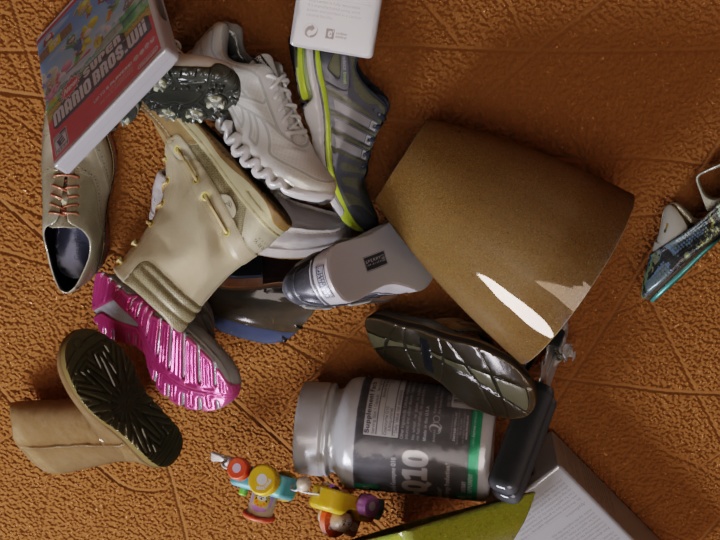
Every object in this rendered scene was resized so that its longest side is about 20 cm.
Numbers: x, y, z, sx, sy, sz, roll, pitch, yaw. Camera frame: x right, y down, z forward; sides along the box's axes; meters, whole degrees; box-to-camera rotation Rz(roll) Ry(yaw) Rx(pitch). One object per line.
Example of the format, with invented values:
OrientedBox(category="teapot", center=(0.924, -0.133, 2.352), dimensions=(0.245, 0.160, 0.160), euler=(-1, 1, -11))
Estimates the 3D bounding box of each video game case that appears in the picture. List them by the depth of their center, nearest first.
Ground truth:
OrientedBox(category="video game case", center=(-0.223, -0.191, 1.119), dimensions=(0.143, 0.201, 0.017), euler=(-42, 130, 18))

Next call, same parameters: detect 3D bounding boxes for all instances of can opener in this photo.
OrientedBox(category="can opener", center=(0.164, 0.130, 1.283), dimensions=(0.066, 0.202, 0.053), euler=(10, 156, 22))

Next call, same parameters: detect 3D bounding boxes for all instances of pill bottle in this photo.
OrientedBox(category="pill bottle", center=(0.037, 0.168, 1.317), dimensions=(0.198, 0.113, 0.114), euler=(4, 115, 9))

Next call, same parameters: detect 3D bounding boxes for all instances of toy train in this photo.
OrientedBox(category="toy train", center=(-0.059, 0.239, 1.326), dimensions=(0.198, 0.150, 0.056), euler=(19, 79, -17))

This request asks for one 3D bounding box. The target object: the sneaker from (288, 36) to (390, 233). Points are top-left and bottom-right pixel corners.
OrientedBox(category="sneaker", center=(-0.007, -0.129, 1.211), dimensions=(0.080, 0.074, 0.202), euler=(-14, 116, 3))

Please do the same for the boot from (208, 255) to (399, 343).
OrientedBox(category="boot", center=(-0.061, 0.023, 1.295), dimensions=(0.198, 0.075, 0.097), euler=(8, 136, -7))

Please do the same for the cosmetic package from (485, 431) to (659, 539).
OrientedBox(category="cosmetic package", center=(0.233, 0.280, 1.392), dimensions=(0.101, 0.071, 0.200), euler=(-39, 108, 17))

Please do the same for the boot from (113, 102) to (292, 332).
OrientedBox(category="boot", center=(-0.176, -0.060, 1.189), dimensions=(0.155, 0.073, 0.200), euler=(-45, 73, 6))

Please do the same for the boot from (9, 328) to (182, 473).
OrientedBox(category="boot", center=(-0.291, 0.139, 1.288), dimensions=(0.199, 0.066, 0.176), euler=(-8, 123, 42))

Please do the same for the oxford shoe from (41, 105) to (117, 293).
OrientedBox(category="oxford shoe", center=(-0.271, -0.074, 1.237), dimensions=(0.070, 0.074, 0.202), euler=(0, 115, 1))

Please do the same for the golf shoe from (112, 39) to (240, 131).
OrientedBox(category="golf shoe", center=(-0.179, -0.179, 1.136), dimensions=(0.199, 0.089, 0.077), euler=(3, 155, 38))

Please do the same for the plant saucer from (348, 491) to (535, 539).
OrientedBox(category="plant saucer", center=(0.051, 0.279, 1.298), dimensions=(0.199, 0.199, 0.048), euler=(-24, 77, 44))

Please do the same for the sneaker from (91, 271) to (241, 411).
OrientedBox(category="sneaker", center=(-0.172, 0.056, 1.249), dimensions=(0.200, 0.088, 0.082), euler=(40, 129, 32))

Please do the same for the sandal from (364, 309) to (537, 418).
OrientedBox(category="sandal", center=(0.093, 0.081, 1.278), dimensions=(0.199, 0.054, 0.082), euler=(19, 133, 37))

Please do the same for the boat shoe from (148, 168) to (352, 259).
OrientedBox(category="boat shoe", center=(-0.104, -0.060, 1.243), dimensions=(0.198, 0.071, 0.070), euler=(7, 115, 0))

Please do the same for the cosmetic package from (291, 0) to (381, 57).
OrientedBox(category="cosmetic package", center=(-0.009, -0.286, 1.089), dimensions=(0.070, 0.101, 0.202), euler=(8, 102, -4))

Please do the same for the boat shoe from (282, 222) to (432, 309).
OrientedBox(category="boat shoe", center=(0.000, 0.000, 1.220), dimensions=(0.067, 0.199, 0.072), euler=(-15, 93, 34))

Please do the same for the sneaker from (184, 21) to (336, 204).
OrientedBox(category="sneaker", center=(-0.088, -0.141, 1.165), dimensions=(0.200, 0.075, 0.081), euler=(47, 109, 14))

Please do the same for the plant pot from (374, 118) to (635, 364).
OrientedBox(category="plant pot", center=(0.119, -0.047, 1.202), dimensions=(0.199, 0.186, 0.187), euler=(34, 112, 0))

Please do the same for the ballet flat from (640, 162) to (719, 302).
OrientedBox(category="ballet flat", center=(0.333, -0.055, 1.247), dimensions=(0.200, 0.074, 0.074), euler=(-42, 107, 16))
